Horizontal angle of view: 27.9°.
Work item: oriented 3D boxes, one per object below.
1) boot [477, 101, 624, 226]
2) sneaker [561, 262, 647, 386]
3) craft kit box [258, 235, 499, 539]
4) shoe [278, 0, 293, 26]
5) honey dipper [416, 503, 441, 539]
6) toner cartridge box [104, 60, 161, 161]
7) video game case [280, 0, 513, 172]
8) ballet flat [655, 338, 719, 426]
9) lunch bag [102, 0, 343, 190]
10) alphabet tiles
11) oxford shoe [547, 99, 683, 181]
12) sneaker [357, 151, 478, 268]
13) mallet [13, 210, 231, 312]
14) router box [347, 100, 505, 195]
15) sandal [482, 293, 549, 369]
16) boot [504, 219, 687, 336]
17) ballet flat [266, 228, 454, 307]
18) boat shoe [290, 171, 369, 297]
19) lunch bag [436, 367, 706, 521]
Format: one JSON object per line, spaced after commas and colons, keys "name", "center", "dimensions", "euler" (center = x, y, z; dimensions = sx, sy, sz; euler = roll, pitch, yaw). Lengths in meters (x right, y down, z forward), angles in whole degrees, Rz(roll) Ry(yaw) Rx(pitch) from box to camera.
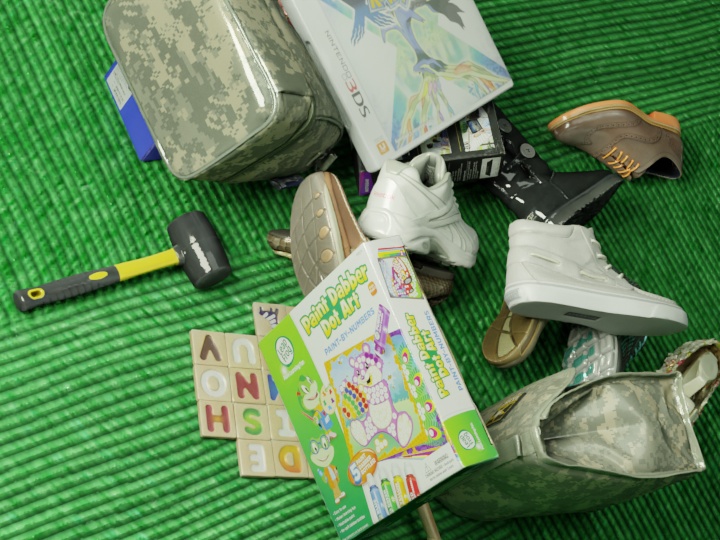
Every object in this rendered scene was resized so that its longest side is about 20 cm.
{"name": "boot", "center": [0.172, -0.129, 1.556], "dimensions": [0.200, 0.066, 0.165], "euler": [44, 37, 15]}
{"name": "sneaker", "center": [0.261, 0.073, 1.495], "dimensions": [0.091, 0.078, 0.201], "euler": [24, 54, -26]}
{"name": "craft kit box", "center": [0.008, 0.103, 1.206], "dimensions": [0.048, 0.200, 0.198], "euler": [-9, 68, -36]}
{"name": "shoe", "center": [-0.064, -0.225, 1.392], "dimensions": [0.200, 0.071, 0.091], "euler": [43, 45, -8]}
{"name": "honey dipper", "center": [0.048, 0.195, 1.293], "dimensions": [0.038, 0.038, 0.201], "euler": [-8, 72, -37]}
{"name": "toner cartridge box", "center": [-0.135, -0.167, 1.385], "dimensions": [0.199, 0.043, 0.095], "euler": [-14, 73, -39]}
{"name": "video game case", "center": [0.040, -0.217, 1.382], "dimensions": [0.200, 0.022, 0.183], "euler": [-34, 101, -33]}
{"name": "ballet flat", "center": [0.329, 0.133, 1.510], "dimensions": [0.076, 0.064, 0.200], "euler": [44, 48, -5]}
{"name": "lunch bag", "center": [-0.109, -0.177, 1.289], "dimensions": [0.167, 0.139, 0.201], "euler": [-7, 66, -59]}
{"name": "alphabet tiles", "center": [-0.058, 0.107, 1.298], "dimensions": [0.199, 0.008, 0.168], "euler": [8, 60, -32]}
{"name": "oxford shoe", "center": [0.299, -0.145, 1.654], "dimensions": [0.199, 0.071, 0.073], "euler": [3, 67, -34]}
{"name": "sneaker", "center": [0.070, -0.060, 1.386], "dimensions": [0.200, 0.078, 0.100], "euler": [14, 92, -65]}
{"name": "mallet", "center": [-0.199, 0.009, 1.243], "dimensions": [0.199, 0.041, 0.066], "euler": [-27, 77, -37]}
{"name": "router box", "center": [0.055, -0.183, 1.480], "dimensions": [0.148, 0.051, 0.201], "euler": [-7, 64, -5]}
{"name": "sandal", "center": [0.184, 0.036, 1.466], "dimensions": [0.054, 0.080, 0.200], "euler": [50, 47, -20]}
{"name": "boot", "center": [0.232, 0.004, 1.410], "dimensions": [0.199, 0.073, 0.096], "euler": [12, 69, -24]}
{"name": "ballet flat", "center": [0.000, 0.000, 1.376], "dimensions": [0.199, 0.067, 0.047], "euler": [14, 100, -28]}
{"name": "boat shoe", "center": [-0.008, 0.009, 1.295], "dimensions": [0.071, 0.076, 0.201], "euler": [-13, 89, -35]}
{"name": "lunch bag", "center": [0.180, 0.161, 1.322], "dimensions": [0.199, 0.164, 0.118], "euler": [0, 69, -35]}
